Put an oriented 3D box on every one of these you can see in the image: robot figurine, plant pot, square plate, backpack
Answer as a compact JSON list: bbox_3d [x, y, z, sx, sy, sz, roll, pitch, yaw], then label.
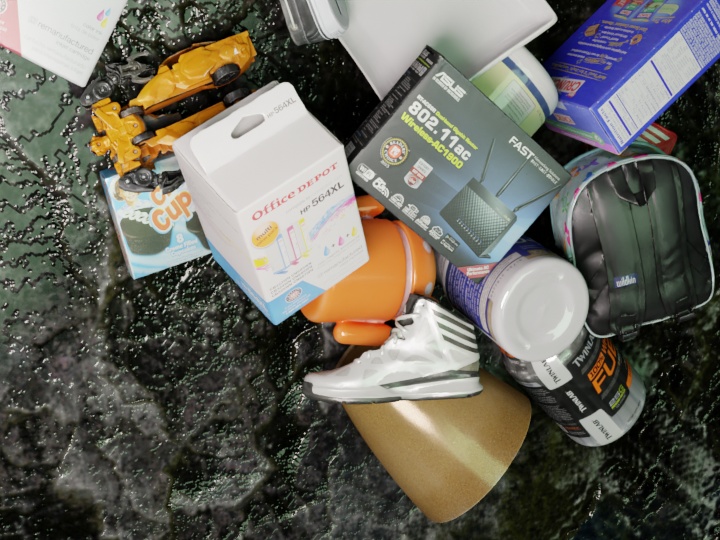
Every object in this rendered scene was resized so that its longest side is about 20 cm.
[{"bbox_3d":[-0.184,-0.159,1.229,0.198,0.058,0.146,-25,84,-14],"label":"robot figurine"},{"bbox_3d":[0.068,0.159,1.420,0.200,0.186,0.187,41,89,-13],"label":"plant pot"},{"bbox_3d":[0.000,-0.002,1.353,0.197,0.145,0.118,0,133,-23],"label":"robot figurine"},{"bbox_3d":[0.072,-0.277,1.265,0.197,0.028,0.201,-36,75,4],"label":"square plate"},{"bbox_3d":[0.305,-0.047,1.386,0.175,0.151,0.202,-17,116,-3],"label":"backpack"}]

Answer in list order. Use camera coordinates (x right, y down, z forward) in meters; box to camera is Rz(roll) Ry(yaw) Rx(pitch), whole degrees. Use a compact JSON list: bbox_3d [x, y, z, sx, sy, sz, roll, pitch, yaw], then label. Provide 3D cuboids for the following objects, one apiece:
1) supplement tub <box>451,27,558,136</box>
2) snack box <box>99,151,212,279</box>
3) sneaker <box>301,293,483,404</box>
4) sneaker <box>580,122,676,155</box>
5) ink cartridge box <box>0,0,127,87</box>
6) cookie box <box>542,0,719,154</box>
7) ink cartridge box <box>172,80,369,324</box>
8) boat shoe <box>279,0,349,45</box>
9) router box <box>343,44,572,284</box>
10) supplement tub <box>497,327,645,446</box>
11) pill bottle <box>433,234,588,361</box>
[{"bbox_3d":[0.105,-0.161,1.325,0.200,0.145,0.145,-48,119,-2],"label":"supplement tub"},{"bbox_3d":[-0.169,-0.079,1.295,0.198,0.037,0.118,-20,114,-16],"label":"snack box"},{"bbox_3d":[0.032,0.085,1.315,0.197,0.076,0.117,-3,87,-5],"label":"sneaker"},{"bbox_3d":[0.366,-0.106,1.500,0.115,0.078,0.201,-38,120,-6],"label":"sneaker"},{"bbox_3d":[-0.286,-0.301,1.138,0.145,0.083,0.202,25,97,-28],"label":"ink cartridge box"},{"bbox_3d":[0.304,-0.239,1.372,0.200,0.171,0.075,-43,116,-3],"label":"cookie box"},{"bbox_3d":[-0.088,-0.074,1.194,0.128,0.125,0.201,-34,144,-15],"label":"ink cartridge box"},{"bbox_3d":[-0.079,-0.325,1.227,0.070,0.072,0.202,-17,101,18],"label":"boat shoe"},{"bbox_3d":[0.095,-0.105,1.223,0.199,0.062,0.150,38,99,-21],"label":"router box"},{"bbox_3d":[0.259,0.118,1.505,0.123,0.122,0.200,-47,120,-2],"label":"supplement tub"},{"bbox_3d":[0.162,0.013,1.380,0.118,0.200,0.121,-8,112,-21],"label":"pill bottle"}]
